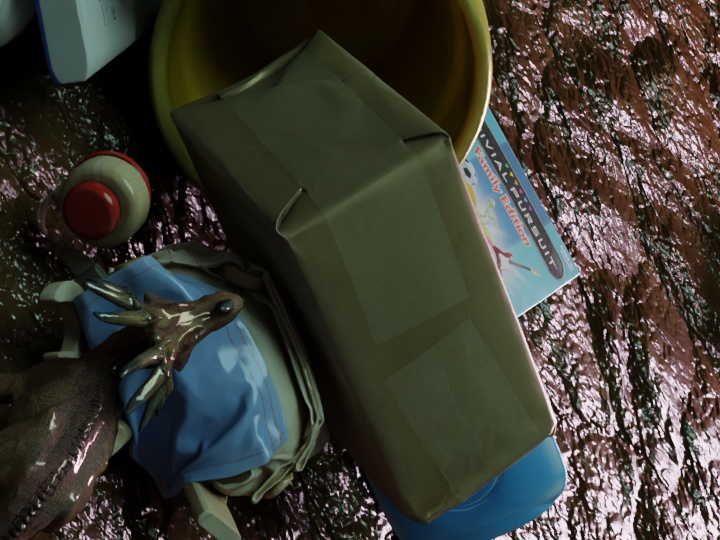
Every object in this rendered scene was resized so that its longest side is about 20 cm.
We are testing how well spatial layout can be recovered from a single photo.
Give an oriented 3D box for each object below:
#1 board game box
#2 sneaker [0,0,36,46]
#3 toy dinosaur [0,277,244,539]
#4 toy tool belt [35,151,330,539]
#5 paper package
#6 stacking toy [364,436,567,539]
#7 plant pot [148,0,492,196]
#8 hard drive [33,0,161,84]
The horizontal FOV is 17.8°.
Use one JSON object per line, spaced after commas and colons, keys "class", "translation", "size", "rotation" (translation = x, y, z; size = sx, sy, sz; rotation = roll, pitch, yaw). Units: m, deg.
{"class": "board game box", "translation": [0.059, -0.030, 1.543], "size": [0.152, 0.047, 0.200], "rotation": [61, 31, 0]}
{"class": "sneaker", "translation": [-0.220, -0.222, 1.260], "size": [0.099, 0.075, 0.202], "rotation": [26, 45, -44]}
{"class": "toy dinosaur", "translation": [-0.139, 0.077, 1.065], "size": [0.086, 0.135, 0.201], "rotation": [43, 46, -31]}
{"class": "toy tool belt", "translation": [-0.103, 0.038, 1.179], "size": [0.201, 0.124, 0.123], "rotation": [57, 23, -6]}
{"class": "paper package", "translation": [0.000, 0.000, 1.252], "size": [0.191, 0.103, 0.201], "rotation": [44, -19, 57]}
{"class": "stacking toy", "translation": [0.075, 0.091, 1.440], "size": [0.110, 0.115, 0.200], "rotation": [64, 17, -6]}
{"class": "plant pot", "translation": [-0.022, -0.149, 1.398], "size": [0.201, 0.200, 0.189], "rotation": [48, 17, -20]}
{"class": "hard drive", "translation": [-0.148, -0.193, 1.301], "size": [0.200, 0.025, 0.133], "rotation": [-61, 143, -70]}
